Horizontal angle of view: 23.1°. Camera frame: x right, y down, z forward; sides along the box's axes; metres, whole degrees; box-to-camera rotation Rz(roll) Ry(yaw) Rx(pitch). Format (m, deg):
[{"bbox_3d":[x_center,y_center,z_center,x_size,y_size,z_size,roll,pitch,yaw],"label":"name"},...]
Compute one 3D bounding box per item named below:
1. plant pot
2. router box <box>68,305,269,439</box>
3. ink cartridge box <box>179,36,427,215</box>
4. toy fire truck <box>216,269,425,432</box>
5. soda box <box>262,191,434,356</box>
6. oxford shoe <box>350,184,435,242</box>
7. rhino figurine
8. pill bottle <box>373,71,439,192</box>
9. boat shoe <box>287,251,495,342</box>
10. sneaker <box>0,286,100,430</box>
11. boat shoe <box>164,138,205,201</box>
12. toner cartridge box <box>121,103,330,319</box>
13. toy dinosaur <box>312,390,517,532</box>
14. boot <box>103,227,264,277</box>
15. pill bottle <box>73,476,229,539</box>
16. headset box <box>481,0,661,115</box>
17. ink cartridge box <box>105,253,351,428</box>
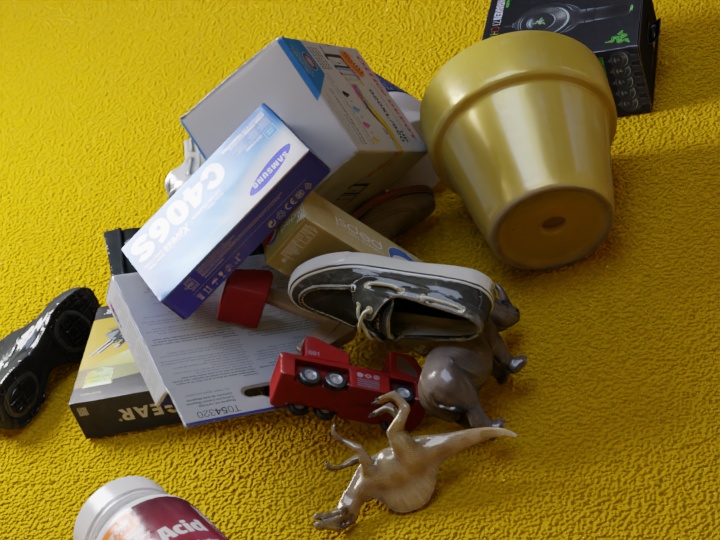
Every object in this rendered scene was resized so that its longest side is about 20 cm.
[{"bbox_3d":[0.175,-0.110,1.805,0.201,0.201,0.189,-17,51,5],"label":"plant pot"},{"bbox_3d":[-0.187,0.088,1.819,0.200,0.052,0.157,-11,36,13],"label":"router box"},{"bbox_3d":[-0.054,-0.137,1.821,0.145,0.147,0.200,-38,-11,20],"label":"ink cartridge box"},{"bbox_3d":[-0.036,0.075,1.679,0.200,0.049,0.141,11,41,-12],"label":"toy fire truck"},{"bbox_3d":[0.000,0.000,1.718,0.064,0.200,0.068,-47,29,21],"label":"soda box"},{"bbox_3d":[0.007,-0.022,1.879,0.200,0.070,0.075,-31,63,-18],"label":"oxford shoe"},{"bbox_3d":[0.109,0.074,1.653,0.060,0.087,0.200,-50,11,42],"label":"rhino figurine"},{"bbox_3d":[0.012,-0.160,2.000,0.116,0.116,0.200,-31,36,-16],"label":"pill bottle"},{"bbox_3d":[0.022,0.029,1.625,0.200,0.071,0.064,2,43,20],"label":"boat shoe"},{"bbox_3d":[-0.356,0.086,1.894,0.091,0.076,0.200,2,38,38],"label":"sneaker"},{"bbox_3d":[-0.167,-0.082,1.822,0.070,0.071,0.200,-4,36,3],"label":"boat shoe"},{"bbox_3d":[-0.129,-0.057,1.679,0.200,0.043,0.095,-46,48,3],"label":"toner cartridge box"},{"bbox_3d":[0.040,0.163,1.586,0.200,0.058,0.101,-30,75,8],"label":"toy dinosaur"},{"bbox_3d":[-0.177,-0.004,1.837,0.162,0.073,0.198,-14,35,-6],"label":"boot"},{"bbox_3d":[-0.162,0.263,1.518,0.114,0.114,0.200,-34,37,-19],"label":"pill bottle"},{"bbox_3d":[0.248,-0.255,2.031,0.200,0.093,0.174,-6,38,19],"label":"headset box"},{"bbox_3d":[-0.122,0.073,1.715,0.196,0.043,0.200,-8,50,-28],"label":"ink cartridge box"}]
